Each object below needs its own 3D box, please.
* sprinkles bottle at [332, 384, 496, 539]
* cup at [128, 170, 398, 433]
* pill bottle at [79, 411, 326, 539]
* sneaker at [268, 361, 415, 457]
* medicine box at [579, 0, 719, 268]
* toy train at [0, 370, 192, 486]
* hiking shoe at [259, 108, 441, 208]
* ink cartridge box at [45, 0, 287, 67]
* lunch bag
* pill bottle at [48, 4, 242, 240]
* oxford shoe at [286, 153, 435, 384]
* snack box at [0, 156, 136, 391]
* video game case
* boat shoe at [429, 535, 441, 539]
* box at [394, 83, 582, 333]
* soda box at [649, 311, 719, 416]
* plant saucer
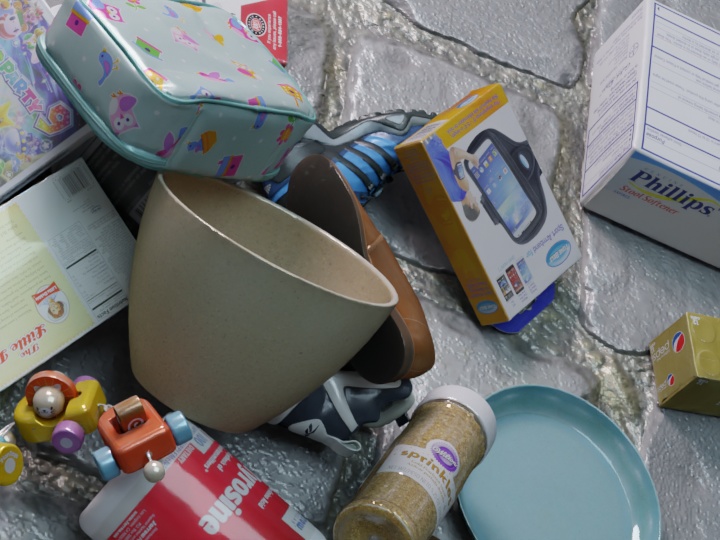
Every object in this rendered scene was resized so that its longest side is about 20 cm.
[{"bbox_3d":[0.044,0.160,1.567,0.068,0.068,0.200,42,32,0],"label":"sprinkles bottle"},{"bbox_3d":[-0.093,0.033,1.511,0.200,0.144,0.200,29,11,-6],"label":"cup"},{"bbox_3d":[-0.097,0.205,1.489,0.200,0.112,0.112,41,49,-2],"label":"pill bottle"},{"bbox_3d":[-0.004,0.066,1.657,0.129,0.079,0.199,37,44,-12],"label":"sneaker"},{"bbox_3d":[0.316,-0.128,1.946,0.182,0.103,0.200,23,52,-16],"label":"medicine box"},{"bbox_3d":[-0.226,0.120,1.430,0.199,0.056,0.150,-24,29,-9],"label":"toy train"},{"bbox_3d":[-0.003,-0.086,1.766,0.199,0.074,0.087,-8,79,-27],"label":"hiking shoe"},{"bbox_3d":[-0.168,-0.236,1.745,0.199,0.084,0.145,13,56,-22],"label":"ink cartridge box"},{"bbox_3d":[-0.138,-0.143,1.540,0.160,0.077,0.200,47,24,27],"label":"lunch bag"},{"bbox_3d":[-0.196,-0.109,1.629,0.200,0.114,0.114,44,49,1],"label":"pill bottle"},{"bbox_3d":[0.000,0.000,1.617,0.071,0.071,0.201,2,60,-54],"label":"oxford shoe"},{"bbox_3d":[-0.258,0.014,1.530,0.200,0.037,0.116,-35,96,-31],"label":"snack box"},{"bbox_3d":[-0.301,-0.119,1.563,0.200,0.018,0.143,-36,81,-4],"label":"video game case"},{"bbox_3d":[0.081,0.260,1.585,0.200,0.070,0.070,31,5,9],"label":"boat shoe"},{"bbox_3d":[0.118,-0.048,1.780,0.119,0.041,0.200,-38,105,-39],"label":"box"},{"bbox_3d":[0.364,0.095,1.859,0.199,0.064,0.068,10,57,-24],"label":"soda box"},{"bbox_3d":[0.160,0.190,1.705,0.200,0.027,0.201,14,56,-22],"label":"plant saucer"}]
